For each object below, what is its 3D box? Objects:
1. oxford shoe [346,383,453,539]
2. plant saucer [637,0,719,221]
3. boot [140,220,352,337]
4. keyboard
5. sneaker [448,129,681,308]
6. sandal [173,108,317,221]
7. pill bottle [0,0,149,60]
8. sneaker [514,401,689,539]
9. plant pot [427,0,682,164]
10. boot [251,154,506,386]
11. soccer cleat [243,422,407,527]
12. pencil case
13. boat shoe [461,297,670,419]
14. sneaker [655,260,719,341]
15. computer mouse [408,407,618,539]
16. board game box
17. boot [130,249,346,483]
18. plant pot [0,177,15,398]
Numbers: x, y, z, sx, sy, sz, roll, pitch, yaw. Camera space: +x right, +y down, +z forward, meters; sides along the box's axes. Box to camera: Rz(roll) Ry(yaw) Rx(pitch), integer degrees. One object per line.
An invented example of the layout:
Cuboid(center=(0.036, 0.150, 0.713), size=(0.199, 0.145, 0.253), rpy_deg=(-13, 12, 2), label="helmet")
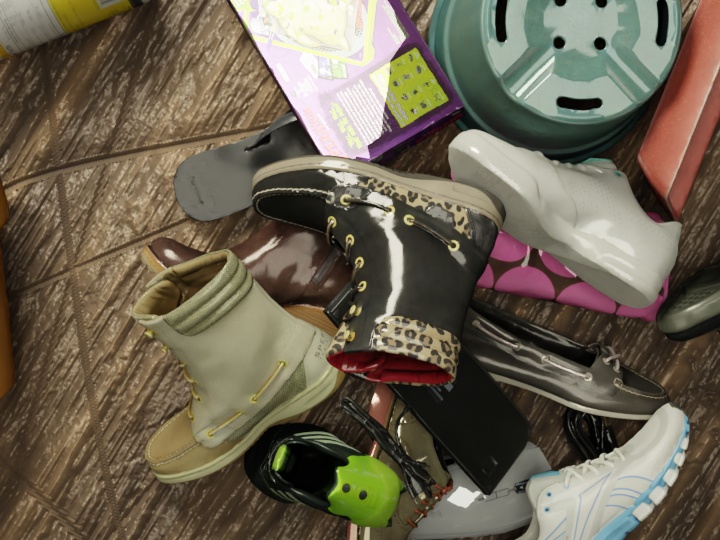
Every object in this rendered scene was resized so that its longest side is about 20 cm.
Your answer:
Cuboid(center=(0.035, 0.179, 1.279), size=(0.074, 0.070, 0.202), rpy_deg=(8, 80, 13), label="oxford shoe")
Cuboid(center=(0.264, -0.144, 1.242), size=(0.036, 0.200, 0.202), rpy_deg=(21, 92, 14), label="plant saucer")
Cuboid(center=(-0.059, -0.027, 1.296), size=(0.199, 0.072, 0.167), rpy_deg=(27, 95, -12), label="boot")
Cuboid(center=(0.042, 0.099, 1.252), size=(0.200, 0.021, 0.127), rpy_deg=(49, 59, -10), label="keyboard")
Cuboid(center=(0.159, -0.059, 1.228), size=(0.199, 0.075, 0.089), rpy_deg=(35, 73, -11), label="sneaker")
Cuboid(center=(-0.058, -0.096, 1.308), size=(0.199, 0.043, 0.077), rpy_deg=(-29, 93, 0), label="sandal")
Cuboid(center=(-0.271, -0.233, 1.264), size=(0.198, 0.112, 0.113), rpy_deg=(-21, 93, 0), label="pill bottle")
Cuboid(center=(0.181, 0.178, 1.272), size=(0.086, 0.075, 0.201), rpy_deg=(38, 92, -2), label="sneaker")
Cuboid(center=(0.155, -0.181, 1.233), size=(0.198, 0.196, 0.202), rpy_deg=(0, 93, 0), label="plant pot")
Cuboid(center=(0.000, 0.000, 1.199), size=(0.198, 0.073, 0.152), rpy_deg=(10, 66, 8), label="boot")
Cuboid(center=(-0.045, 0.151, 1.247), size=(0.081, 0.199, 0.068), rpy_deg=(27, 80, -33), label="soccer cleat")
Cuboid(center=(0.155, -0.022, 1.295), size=(0.198, 0.091, 0.095), rpy_deg=(12, 90, -4), label="pencil case")
Cuboid(center=(0.162, 0.072, 1.305), size=(0.198, 0.067, 0.058), rpy_deg=(15, 107, 1), label="boat shoe")
Cuboid(center=(0.326, 0.038, 1.280), size=(0.198, 0.076, 0.115), rpy_deg=(-23, 99, -33), label="sneaker")
Cuboid(center=(0.123, 0.182, 1.323), size=(0.198, 0.044, 0.111), rpy_deg=(-14, 94, -1), label="computer mouse")
Cuboid(center=(-0.016, -0.179, 1.283), size=(0.119, 0.032, 0.201), rpy_deg=(-28, 75, -7), label="board game box")
Cuboid(center=(-0.129, 0.076, 1.253), size=(0.199, 0.072, 0.155), rpy_deg=(-33, 125, 23), label="boot")
Cuboid(center=(-0.356, 0.022, 1.245), size=(0.198, 0.200, 0.185), rpy_deg=(-14, 109, 0), label="plant pot")
